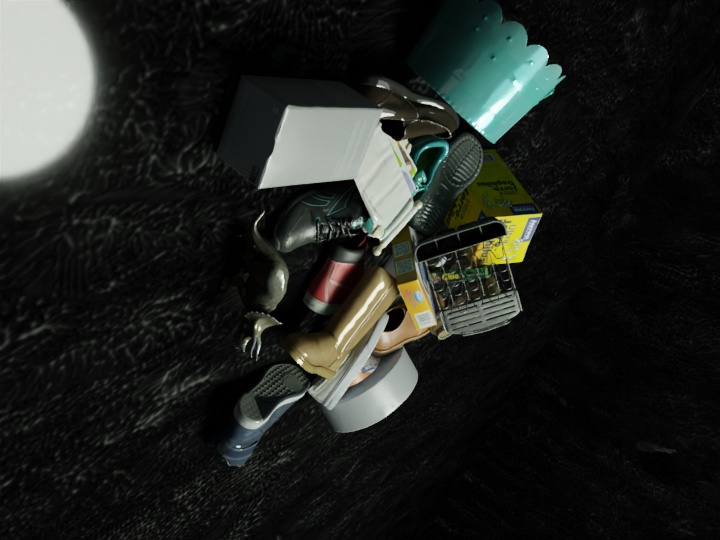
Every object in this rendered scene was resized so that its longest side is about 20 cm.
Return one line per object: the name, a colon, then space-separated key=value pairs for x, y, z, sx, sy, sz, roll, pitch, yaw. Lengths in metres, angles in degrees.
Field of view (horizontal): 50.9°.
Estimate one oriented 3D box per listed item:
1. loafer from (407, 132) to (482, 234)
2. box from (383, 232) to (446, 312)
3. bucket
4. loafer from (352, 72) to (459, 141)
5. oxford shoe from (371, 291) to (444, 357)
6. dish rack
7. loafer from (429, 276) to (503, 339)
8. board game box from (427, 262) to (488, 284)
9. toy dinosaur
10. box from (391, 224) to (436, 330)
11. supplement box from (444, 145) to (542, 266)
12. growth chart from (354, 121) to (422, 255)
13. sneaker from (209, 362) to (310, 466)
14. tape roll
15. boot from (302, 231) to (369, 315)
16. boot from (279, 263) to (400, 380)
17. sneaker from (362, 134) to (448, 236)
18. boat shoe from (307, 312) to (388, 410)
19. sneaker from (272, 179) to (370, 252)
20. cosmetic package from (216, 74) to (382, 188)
loafer: x=0.131 y=-0.147 z=1.256 sx=0.075 sy=0.069 sz=0.201 roll=44 pitch=70 yaw=-22
box: x=0.077 y=0.030 z=1.477 sx=0.201 sy=0.060 sz=0.116 roll=-55 pitch=156 yaw=2
bucket: x=0.169 y=-0.289 z=1.063 sx=0.135 sy=0.208 sz=0.206 roll=-47 pitch=158 yaw=16
loafer: x=0.059 y=-0.215 z=1.063 sx=0.198 sy=0.072 sz=0.073 roll=12 pitch=91 yaw=-40
oxford shoe: x=0.093 y=0.087 z=1.424 sx=0.199 sy=0.071 sz=0.072 roll=-34 pitch=145 yaw=-36
dish rack: x=0.182 y=0.018 z=1.240 sx=0.055 sy=0.151 sz=0.203 roll=-85 pitch=157 yaw=-66
loafer: x=0.189 y=0.083 z=1.365 sx=0.075 sy=0.068 sz=0.200 roll=-20 pitch=162 yaw=-30
board game box: x=0.179 y=0.003 z=1.372 sx=0.200 sy=0.103 sz=0.024 roll=-23 pitch=104 yaw=-81
toy dinosaur: x=-0.130 y=0.010 z=1.024 sx=0.076 sy=0.102 sz=0.202 roll=-18 pitch=139 yaw=-52
box: x=0.086 y=-0.014 z=1.288 sx=0.041 sy=0.202 sz=0.120 roll=-15 pitch=135 yaw=12
supplement box: x=0.214 y=-0.118 z=1.336 sx=0.108 sy=0.201 sz=0.110 roll=-5 pitch=134 yaw=-21
growth chart: x=0.034 y=-0.144 z=1.097 sx=0.145 sy=0.018 sz=0.202 roll=-42 pitch=122 yaw=-35
sneaker: x=-0.175 y=0.247 z=1.294 sx=0.147 sy=0.077 sz=0.202 roll=-57 pitch=165 yaw=29
tape roll: x=0.009 y=0.216 z=1.443 sx=0.198 sy=0.067 sz=0.201 roll=-29 pitch=-165 yaw=9
boot: x=0.000 y=0.000 z=1.291 sx=0.199 sy=0.072 sz=0.146 roll=1 pitch=120 yaw=-57
boot: x=-0.028 y=0.071 z=1.216 sx=0.201 sy=0.066 sz=0.175 roll=-51 pitch=156 yaw=0
sneaker: x=0.065 y=-0.140 z=1.191 sx=0.078 sy=0.079 sz=0.201 roll=45 pitch=73 yaw=-29
boat shoe: x=-0.026 y=0.147 z=1.332 sx=0.201 sy=0.069 sz=0.071 roll=-56 pitch=-177 yaw=12
sneaker: x=-0.041 y=-0.081 z=1.097 sx=0.199 sy=0.079 sz=0.076 roll=-37 pitch=151 yaw=-30
cosmetic package: x=-0.070 y=-0.170 z=0.925 sx=0.199 sy=0.090 sz=0.108 roll=-10 pitch=132 yaw=-53
